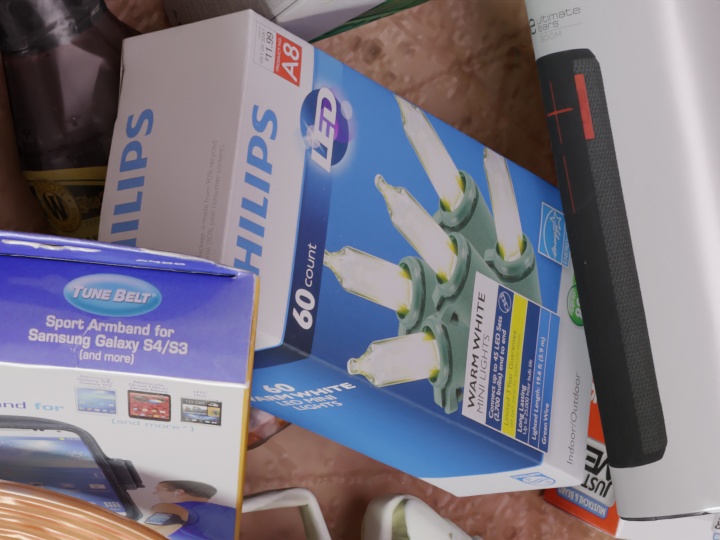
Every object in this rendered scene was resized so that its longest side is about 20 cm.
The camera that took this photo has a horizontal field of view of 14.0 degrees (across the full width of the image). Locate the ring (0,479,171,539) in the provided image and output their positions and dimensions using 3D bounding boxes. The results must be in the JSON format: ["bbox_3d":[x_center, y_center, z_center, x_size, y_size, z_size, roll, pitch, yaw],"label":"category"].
[{"bbox_3d":[-0.119,0.122,0.947,0.200,0.200,0.019,34,43,-27],"label":"ring"}]

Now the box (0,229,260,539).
[{"bbox_3d":[-0.092,0.039,0.890,0.119,0.200,0.042,5,70,-1],"label":"box"}]

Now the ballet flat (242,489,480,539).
[{"bbox_3d":[-0.007,0.109,1.033,0.199,0.072,0.072,2,100,-25],"label":"ballet flat"}]

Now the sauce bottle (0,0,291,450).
[{"bbox_3d":[-0.079,-0.032,0.981,0.066,0.066,0.200,-33,111,-15],"label":"sauce bottle"}]

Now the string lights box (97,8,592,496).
[{"bbox_3d":[0.000,0.000,0.974,0.200,0.059,0.103,26,63,-47],"label":"string lights box"}]

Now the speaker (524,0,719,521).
[{"bbox_3d":[0.110,-0.020,1.005,0.081,0.081,0.201,-10,91,-23],"label":"speaker"}]

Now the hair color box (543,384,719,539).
[{"bbox_3d":[0.149,0.005,1.095,0.111,0.064,0.201,11,95,-27],"label":"hair color box"}]

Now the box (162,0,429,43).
[{"bbox_3d":[0.029,-0.116,0.938,0.144,0.200,0.036,-22,91,-19],"label":"box"}]
